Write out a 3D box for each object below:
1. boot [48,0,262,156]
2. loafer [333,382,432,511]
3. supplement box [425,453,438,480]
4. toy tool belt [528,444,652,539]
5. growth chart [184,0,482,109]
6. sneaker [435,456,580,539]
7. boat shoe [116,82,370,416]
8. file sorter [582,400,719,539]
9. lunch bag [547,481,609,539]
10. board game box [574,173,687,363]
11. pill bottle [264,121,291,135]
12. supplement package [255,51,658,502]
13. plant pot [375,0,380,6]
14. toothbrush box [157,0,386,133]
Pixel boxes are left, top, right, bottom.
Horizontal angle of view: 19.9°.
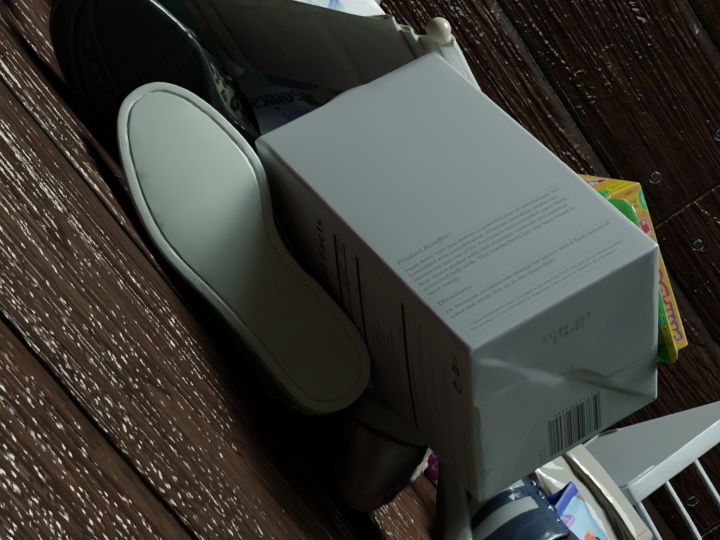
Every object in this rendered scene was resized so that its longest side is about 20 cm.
[{"bbox_3d":[-0.124,-0.116,1.179,0.204,0.073,0.154,48,4,-39],"label":"boot"},{"bbox_3d":[0.010,0.100,1.198,0.072,0.063,0.200,24,1,5],"label":"loafer"},{"bbox_3d":[0.039,0.035,1.487,0.101,0.103,0.200,51,7,-48],"label":"supplement box"},{"bbox_3d":[0.142,0.198,1.367,0.200,0.125,0.123,57,14,-4],"label":"toy tool belt"},{"bbox_3d":[-0.015,-0.124,1.199,0.200,0.018,0.145,17,-22,21],"label":"growth chart"},{"bbox_3d":[0.083,0.138,1.110,0.075,0.084,0.200,89,2,-47],"label":"sneaker"},{"bbox_3d":[-0.070,-0.007,1.094,0.200,0.073,0.062,55,-18,-1],"label":"boat shoe"},{"bbox_3d":[0.211,0.187,1.478,0.125,0.139,0.200,60,-30,-2],"label":"file sorter"},{"bbox_3d":[0.115,0.238,1.209,0.151,0.094,0.200,57,18,-5],"label":"lunch bag"},{"bbox_3d":[0.113,-0.009,1.138,0.200,0.030,0.096,19,-49,64],"label":"board game box"},{"bbox_3d":[0.000,0.000,1.320,0.200,0.112,0.112,51,8,-48],"label":"pill bottle"},{"bbox_3d":[0.051,-0.001,1.088,0.200,0.121,0.120,47,-24,39],"label":"supplement package"},{"bbox_3d":[-0.075,-0.199,1.557,0.200,0.200,0.135,-5,97,-83],"label":"plant pot"},{"bbox_3d":[-0.092,-0.185,1.314,0.200,0.085,0.146,49,-26,-22],"label":"toothbrush box"}]
